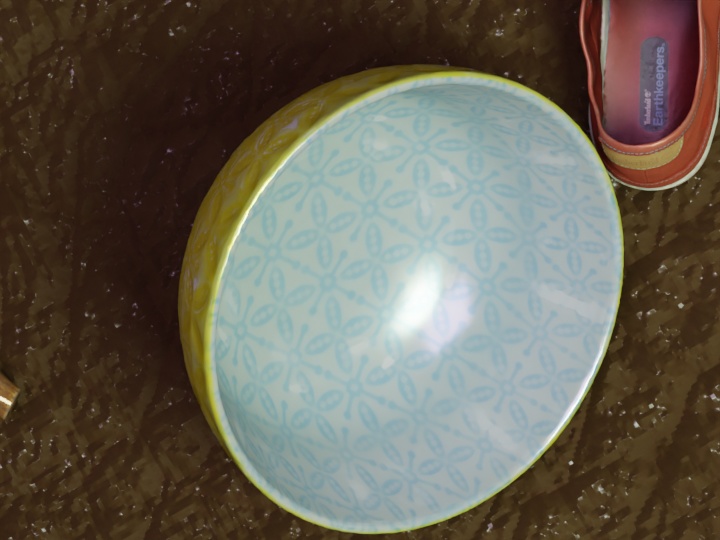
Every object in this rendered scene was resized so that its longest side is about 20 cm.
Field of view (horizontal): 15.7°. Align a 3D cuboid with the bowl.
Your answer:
[{"bbox_3d":[0.000,0.000,1.101,0.108,0.200,0.201,31,95,54],"label":"bowl"}]

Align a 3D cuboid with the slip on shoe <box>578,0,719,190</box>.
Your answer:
[{"bbox_3d":[0.124,-0.136,1.118,0.074,0.061,0.201,1,87,12],"label":"slip on shoe"}]

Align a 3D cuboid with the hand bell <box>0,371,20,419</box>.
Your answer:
[{"bbox_3d":[-0.244,0.012,1.181,0.200,0.104,0.104,27,93,-2],"label":"hand bell"}]
